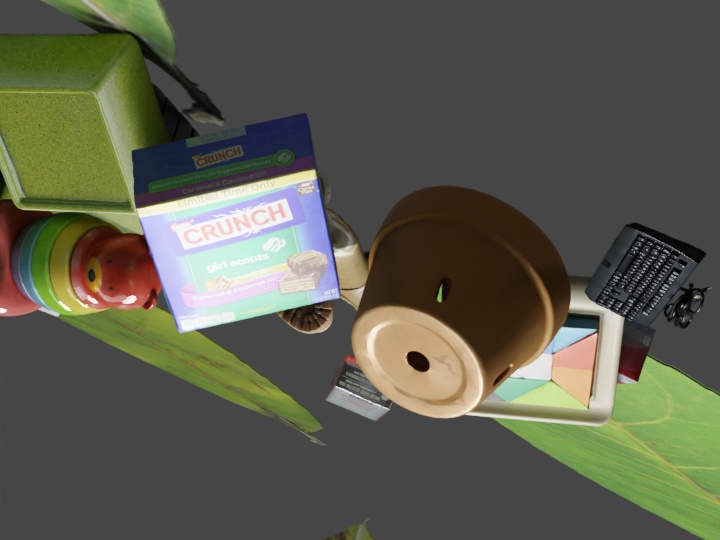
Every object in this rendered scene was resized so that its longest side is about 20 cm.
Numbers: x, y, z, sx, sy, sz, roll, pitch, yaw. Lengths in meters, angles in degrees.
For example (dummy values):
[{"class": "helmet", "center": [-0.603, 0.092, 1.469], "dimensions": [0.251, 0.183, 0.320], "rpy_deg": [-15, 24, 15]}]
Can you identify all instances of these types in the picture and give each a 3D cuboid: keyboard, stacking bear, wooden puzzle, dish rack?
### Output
[{"class": "keyboard", "center": [0.266, 0.021, 1.425], "dimensions": [0.103, 0.040, 0.200], "rpy_deg": [21, 162, 5]}, {"class": "stacking bear", "center": [-0.279, -0.005, 1.577], "dimensions": [0.199, 0.123, 0.113], "rpy_deg": [7, -175, 41]}, {"class": "wooden puzzle", "center": [0.174, 0.086, 1.596], "dimensions": [0.183, 0.037, 0.201], "rpy_deg": [4, 134, 8]}, {"class": "dish rack", "center": [-0.266, -0.166, 1.577], "dimensions": [0.199, 0.055, 0.153], "rpy_deg": [18, 166, 21]}]

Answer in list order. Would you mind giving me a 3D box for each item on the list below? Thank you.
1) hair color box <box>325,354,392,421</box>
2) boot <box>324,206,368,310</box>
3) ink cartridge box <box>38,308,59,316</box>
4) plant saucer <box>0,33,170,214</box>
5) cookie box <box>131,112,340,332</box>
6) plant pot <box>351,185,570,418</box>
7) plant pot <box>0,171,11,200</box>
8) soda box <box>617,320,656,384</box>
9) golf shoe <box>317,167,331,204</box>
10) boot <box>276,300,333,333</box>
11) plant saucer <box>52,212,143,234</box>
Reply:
[{"class": "hair color box", "center": [0.003, 0.198, 2.594], "dimensions": [0.101, 0.062, 0.200], "rpy_deg": [23, 168, -2]}, {"class": "boot", "center": [0.000, 0.000, 1.773], "dimensions": [0.174, 0.067, 0.200], "rpy_deg": [21, 167, 15]}, {"class": "ink cartridge box", "center": [-0.398, -0.077, 1.841], "dimensions": [0.144, 0.201, 0.145], "rpy_deg": [18, 164, 15]}, {"class": "plant saucer", "center": [-0.281, -0.127, 1.480], "dimensions": [0.198, 0.048, 0.201], "rpy_deg": [3, 130, 22]}, {"class": "cookie box", "center": [-0.115, -0.041, 1.472], "dimensions": [0.170, 0.076, 0.201], "rpy_deg": [-12, 142, -1]}, {"class": "plant pot", "center": [0.080, 0.041, 1.456], "dimensions": [0.199, 0.140, 0.201], "rpy_deg": [19, 136, 20]}, {"class": "plant pot", "center": [-0.465, -0.152, 1.676], "dimensions": [0.199, 0.201, 0.181], "rpy_deg": [12, 170, 38]}, {"class": "soda box", "center": [0.207, 0.054, 1.645], "dimensions": [0.199, 0.064, 0.070], "rpy_deg": [25, 167, -12]}, {"class": "golf shoe", "center": [-0.081, -0.080, 1.616], "dimensions": [0.092, 0.073, 0.199], "rpy_deg": [-8, -179, -34]}, {"class": "boot", "center": [-0.104, -0.004, 1.818], "dimensions": [0.200, 0.075, 0.107], "rpy_deg": [51, -178, 10]}, {"class": "plant saucer", "center": [-0.242, -0.060, 1.648], "dimensions": [0.199, 0.048, 0.200], "rpy_deg": [24, 157, 3]}]
